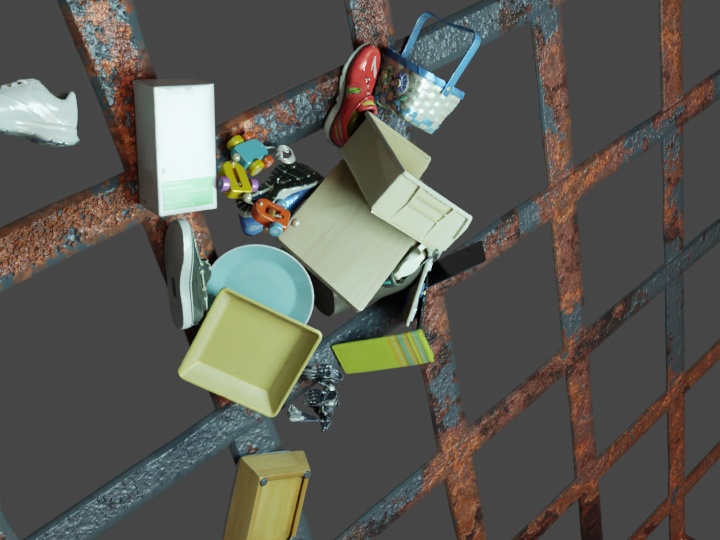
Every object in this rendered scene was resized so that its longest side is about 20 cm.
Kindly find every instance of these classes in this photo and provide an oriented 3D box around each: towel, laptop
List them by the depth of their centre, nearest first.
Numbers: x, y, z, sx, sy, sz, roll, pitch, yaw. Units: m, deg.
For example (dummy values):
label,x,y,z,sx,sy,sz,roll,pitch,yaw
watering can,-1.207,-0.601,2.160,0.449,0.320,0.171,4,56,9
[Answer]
label,x,y,z,sx,sy,sz,roll,pitch,yaw
towel,0.046,0.167,1.702,0.018,0.198,0.087,-74,147,-50
laptop,0.187,0.044,1.747,0.187,0.115,0.202,-68,167,-74

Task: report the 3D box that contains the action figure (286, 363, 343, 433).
label,x,y,z,sx,sy,sz,roll,pitch,yaw
action figure,-0.089,0.249,1.656,0.200,0.101,0.120,105,-3,-64

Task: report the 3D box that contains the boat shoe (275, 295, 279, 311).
label,x,y,z,sx,sy,sz,roll,pitch,yaw
boat shoe,-0.149,0.078,1.561,0.072,0.059,0.202,-26,124,-44

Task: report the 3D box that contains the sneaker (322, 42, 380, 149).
label,x,y,z,sx,sy,sz,roll,pitch,yaw
sneaker,0.004,-0.317,1.531,0.077,0.085,0.202,13,98,-45

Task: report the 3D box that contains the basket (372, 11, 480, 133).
label,x,y,z,sx,sy,sz,roll,pitch,yaw
basket,0.125,-0.375,1.556,0.139,0.176,0.201,24,101,-40

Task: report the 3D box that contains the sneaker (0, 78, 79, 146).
label,x,y,z,sx,sy,sz,roll,pitch,yaw
sneaker,-0.486,-0.228,1.151,0.199,0.074,0.088,6,90,-50

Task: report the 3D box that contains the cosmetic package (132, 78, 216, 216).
label,x,y,z,sx,sy,sz,roll,pitch,yaw
cosmetic package,-0.293,-0.198,1.313,0.107,0.085,0.202,-14,116,-34

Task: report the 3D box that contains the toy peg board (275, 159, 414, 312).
label,x,y,z,sx,sy,sz,roll,pitch,yaw
toy peg board,-0.031,-0.057,1.521,0.199,0.098,0.200,41,69,-8

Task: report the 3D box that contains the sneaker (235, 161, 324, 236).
label,x,y,z,sx,sy,sz,roll,pitch,yaw
sneaker,-0.146,-0.126,1.490,0.199,0.078,0.090,-33,148,-35

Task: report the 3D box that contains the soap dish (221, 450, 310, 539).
label,x,y,z,sx,sy,sz,roll,pitch,yaw
soap dish,-0.187,0.468,1.665,0.156,0.081,0.202,5,102,-42

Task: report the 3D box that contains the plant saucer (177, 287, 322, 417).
label,x,y,z,sx,sy,sz,roll,pitch,yaw
plant saucer,-0.197,0.140,1.482,0.199,0.049,0.201,26,110,-13

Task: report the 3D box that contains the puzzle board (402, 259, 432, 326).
label,x,y,z,sx,sy,sz,roll,pitch,yaw
puzzle board,0.119,0.029,1.718,0.017,0.200,0.152,17,96,0

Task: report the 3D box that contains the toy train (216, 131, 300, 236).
label,x,y,z,sx,sy,sz,roll,pitch,yaw
toy train,-0.174,-0.142,1.395,0.149,0.201,0.056,23,134,-24

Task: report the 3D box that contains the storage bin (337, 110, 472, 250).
label,x,y,z,sx,sy,sz,roll,pitch,yaw
storage bin,0.081,-0.154,1.479,0.198,0.201,0.094,28,114,-38

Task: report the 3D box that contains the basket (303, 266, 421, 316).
label,x,y,z,sx,sy,sz,roll,pitch,yaw
basket,0.000,0.000,1.619,0.199,0.136,0.181,-25,149,-26

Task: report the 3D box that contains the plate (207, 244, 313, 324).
label,x,y,z,sx,sy,sz,roll,pitch,yaw
plate,-0.182,0.043,1.484,0.198,0.026,0.202,0,113,-1

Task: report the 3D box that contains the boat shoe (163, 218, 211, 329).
label,x,y,z,sx,sy,sz,roll,pitch,yaw
boat shoe,-0.290,0.002,1.407,0.063,0.071,0.202,-17,125,-35

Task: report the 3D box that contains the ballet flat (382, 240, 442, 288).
label,x,y,z,sx,sy,sz,roll,pitch,yaw
ballet flat,0.115,-0.037,1.554,0.200,0.068,0.068,-46,112,-13
